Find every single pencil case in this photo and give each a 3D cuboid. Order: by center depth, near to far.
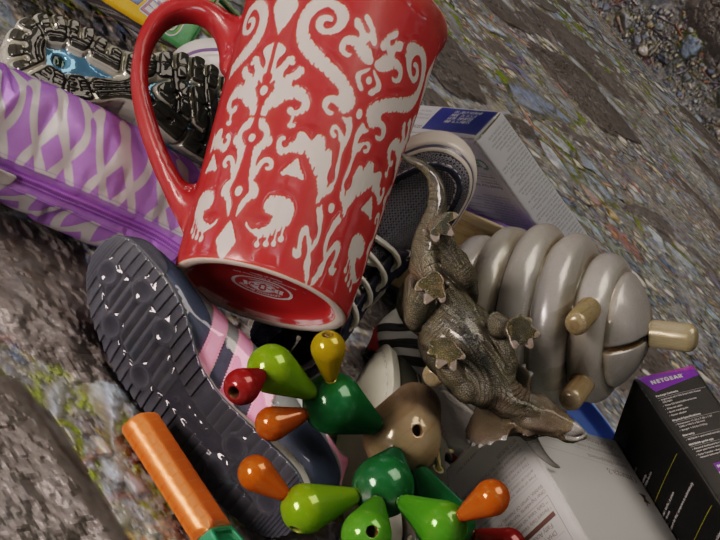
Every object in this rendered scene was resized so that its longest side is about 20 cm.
[{"bbox_3d":[-0.180,-0.062,0.946,0.199,0.084,0.086,23,19,-43],"label":"pencil case"}]

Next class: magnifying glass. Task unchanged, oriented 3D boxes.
[{"bbox_3d":[-0.069,0.158,0.821,0.079,0.022,0.200,6,44,-57],"label":"magnifying glass"}]

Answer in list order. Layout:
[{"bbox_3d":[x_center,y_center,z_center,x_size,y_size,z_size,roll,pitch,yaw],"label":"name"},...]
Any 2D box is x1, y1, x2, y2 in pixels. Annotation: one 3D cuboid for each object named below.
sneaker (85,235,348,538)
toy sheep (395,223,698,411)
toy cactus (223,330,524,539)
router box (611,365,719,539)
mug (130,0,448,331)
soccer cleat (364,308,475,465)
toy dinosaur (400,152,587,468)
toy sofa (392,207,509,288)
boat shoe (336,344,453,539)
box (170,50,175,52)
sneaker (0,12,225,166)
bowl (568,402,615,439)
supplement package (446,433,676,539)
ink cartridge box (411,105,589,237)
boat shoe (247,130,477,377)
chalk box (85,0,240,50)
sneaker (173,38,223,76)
[{"bbox_3d":[-0.083,0.062,0.906,0.201,0.070,0.082,55,29,8],"label":"sneaker"},{"bbox_3d":[0.117,0.034,0.998,0.199,0.139,0.138,13,12,20],"label":"toy sheep"},{"bbox_3d":[0.019,0.100,0.852,0.200,0.102,0.165,37,23,-2],"label":"toy cactus"},{"bbox_3d":[0.212,0.186,1.026,0.051,0.201,0.150,-9,46,-21],"label":"router box"},{"bbox_3d":[-0.052,-0.076,0.955,0.176,0.201,0.133,5,-21,26],"label":"mug"},{"bbox_3d":[0.059,0.071,1.081,0.068,0.085,0.200,31,13,-24],"label":"soccer cleat"},{"bbox_3d":[0.053,0.029,0.904,0.201,0.077,0.102,56,-16,17],"label":"toy dinosaur"},{"bbox_3d":[0.092,-0.002,1.213,0.097,0.083,0.200,14,9,-44],"label":"toy sofa"},{"bbox_3d":[0.025,0.127,0.964,0.060,0.072,0.202,24,33,-17],"label":"boat shoe"},{"bbox_3d":[-0.074,-0.070,1.207,0.160,0.044,0.201,23,29,-43],"label":"box"},{"bbox_3d":[-0.161,-0.106,1.047,0.199,0.090,0.079,22,55,-28],"label":"sneaker"},{"bbox_3d":[0.135,0.124,1.215,0.200,0.039,0.201,37,22,-17],"label":"bowl"},{"bbox_3d":[0.132,0.203,0.950,0.117,0.117,0.201,21,30,-42],"label":"supplement package"},{"bbox_3d":[0.102,-0.053,1.286,0.200,0.043,0.196,51,-18,-27],"label":"ink cartridge box"},{"bbox_3d":[0.000,0.000,1.002,0.075,0.200,0.093,36,29,-18],"label":"boat shoe"},{"bbox_3d":[-0.171,-0.260,1.236,0.199,0.124,0.124,29,1,-30],"label":"chalk box"},{"bbox_3d":[-0.053,-0.086,1.120,0.200,0.073,0.115,31,28,-27],"label":"sneaker"}]
